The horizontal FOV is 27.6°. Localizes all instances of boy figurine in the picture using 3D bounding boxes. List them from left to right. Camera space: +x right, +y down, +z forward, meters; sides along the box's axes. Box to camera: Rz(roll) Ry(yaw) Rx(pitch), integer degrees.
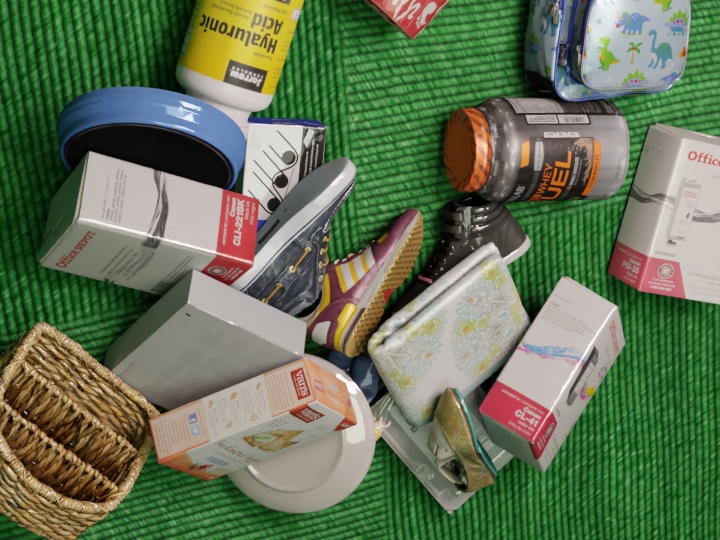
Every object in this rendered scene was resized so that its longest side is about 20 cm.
[{"bbox_3d":[-0.025,0.174,1.766,0.124,0.064,0.201,22,102,10],"label":"boy figurine"}]

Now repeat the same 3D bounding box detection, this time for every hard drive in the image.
[{"bbox_3d":[0.103,0.195,1.846,0.140,0.038,0.200,-41,117,-4],"label":"hard drive"}]

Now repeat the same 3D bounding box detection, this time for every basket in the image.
[{"bbox_3d":[-0.334,0.184,1.596,0.149,0.143,0.200,-36,118,19],"label":"basket"}]

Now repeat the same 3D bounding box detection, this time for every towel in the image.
[{"bbox_3d":[0.109,0.078,1.736,0.200,0.048,0.172,-39,137,-10],"label":"towel"}]

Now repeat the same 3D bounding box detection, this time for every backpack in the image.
[{"bbox_3d":[0.293,-0.303,1.698,0.182,0.147,0.202,-7,106,-21],"label":"backpack"}]

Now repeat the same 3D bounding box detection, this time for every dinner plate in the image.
[{"bbox_3d":[-0.081,0.196,1.732,0.198,0.024,0.202,2,101,8],"label":"dinner plate"}]

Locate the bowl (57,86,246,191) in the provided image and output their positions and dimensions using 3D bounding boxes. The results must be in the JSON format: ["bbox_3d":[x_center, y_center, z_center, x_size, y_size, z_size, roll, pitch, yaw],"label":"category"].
[{"bbox_3d":[-0.221,-0.125,1.539,0.199,0.200,0.040,17,64,-24],"label":"bowl"}]

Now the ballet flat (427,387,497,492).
[{"bbox_3d":[0.116,0.213,1.771,0.071,0.071,0.200,-36,143,-7],"label":"ballet flat"}]

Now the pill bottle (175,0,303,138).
[{"bbox_3d":[-0.135,-0.238,1.576,0.111,0.111,0.201,13,102,-24],"label":"pill bottle"}]

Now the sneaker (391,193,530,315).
[{"bbox_3d":[0.105,-0.023,1.762,0.199,0.071,0.100,-34,113,-13],"label":"sneaker"}]

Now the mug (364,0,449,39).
[{"bbox_3d":[0.069,-0.378,1.621,0.200,0.177,0.133,-50,153,5],"label":"mug"}]

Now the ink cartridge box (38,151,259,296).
[{"bbox_3d":[-0.229,-0.041,1.576,0.199,0.144,0.084,14,65,-24],"label":"ink cartridge box"}]

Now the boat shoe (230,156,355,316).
[{"bbox_3d":[-0.059,-0.032,1.646,0.200,0.071,0.091,-45,115,8],"label":"boat shoe"}]

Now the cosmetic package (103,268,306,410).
[{"bbox_3d":[-0.177,0.091,1.635,0.150,0.052,0.200,25,138,-27],"label":"cosmetic package"}]

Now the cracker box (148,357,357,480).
[{"bbox_3d":[-0.119,0.171,1.648,0.199,0.058,0.134,-23,157,13],"label":"cracker box"}]

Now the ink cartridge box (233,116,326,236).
[{"bbox_3d":[-0.097,-0.072,1.679,0.093,0.044,0.202,0,107,-19],"label":"ink cartridge box"}]

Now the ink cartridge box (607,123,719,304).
[{"bbox_3d":[0.416,-0.071,1.853,0.146,0.083,0.201,9,104,-23],"label":"ink cartridge box"}]

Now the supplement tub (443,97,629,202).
[{"bbox_3d":[0.206,-0.143,1.729,0.199,0.122,0.123,-2,108,-20],"label":"supplement tub"}]

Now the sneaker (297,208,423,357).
[{"bbox_3d":[0.000,0.000,1.725,0.201,0.090,0.075,-58,159,-21],"label":"sneaker"}]

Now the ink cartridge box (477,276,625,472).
[{"bbox_3d":[0.236,0.129,1.789,0.201,0.085,0.148,-55,157,-11],"label":"ink cartridge box"}]
